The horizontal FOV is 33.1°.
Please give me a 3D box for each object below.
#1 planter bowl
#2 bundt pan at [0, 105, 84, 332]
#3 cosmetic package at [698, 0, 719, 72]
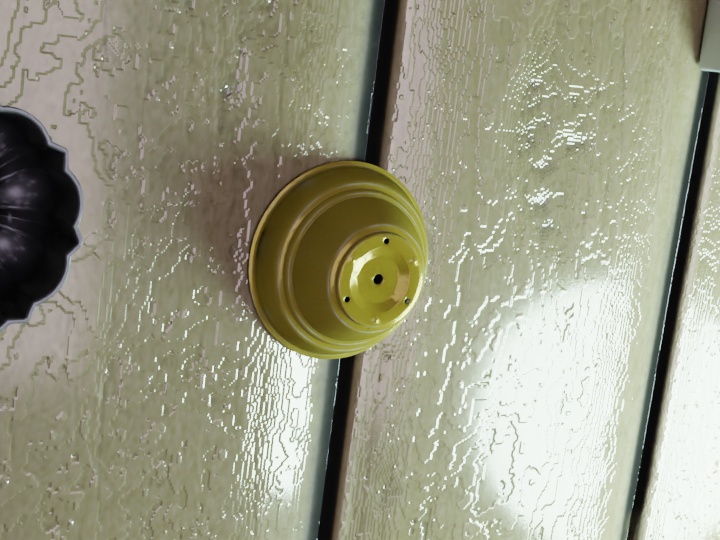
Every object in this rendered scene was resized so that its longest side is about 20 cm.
[{"bbox_3d":[0.000,0.000,1.164,0.200,0.083,0.201,-8,107,-28],"label":"planter bowl"},{"bbox_3d":[-0.329,-0.046,0.970,0.201,0.076,0.203,-8,106,-28],"label":"bundt pan"},{"bbox_3d":[0.515,-0.262,1.314,0.199,0.199,0.123,-3,105,-29],"label":"cosmetic package"}]
